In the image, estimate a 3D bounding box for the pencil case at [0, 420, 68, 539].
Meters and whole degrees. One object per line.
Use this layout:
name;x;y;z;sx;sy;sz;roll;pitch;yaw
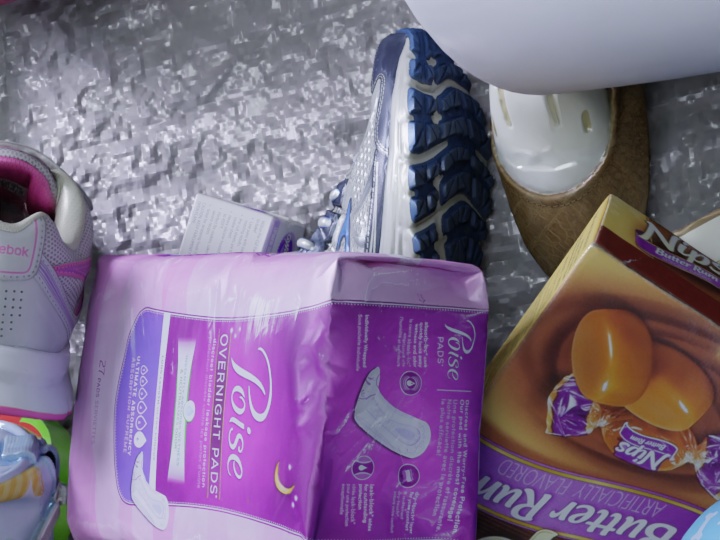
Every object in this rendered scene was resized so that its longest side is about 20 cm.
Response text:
pencil case;-0.157;0.161;0.963;0.090;0.083;0.201;-10;108;-16

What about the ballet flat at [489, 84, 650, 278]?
ballet flat;0.079;-0.094;0.936;0.068;0.072;0.201;1;85;24

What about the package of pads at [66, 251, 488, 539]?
package of pads;-0.037;0.054;0.880;0.200;0.075;0.121;1;87;57

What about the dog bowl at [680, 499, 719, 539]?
dog bowl;0.180;0.146;0.818;0.050;0.200;0.112;1;56;59

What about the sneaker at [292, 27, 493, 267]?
sneaker;0.000;0.000;0.958;0.085;0.077;0.201;2;84;26

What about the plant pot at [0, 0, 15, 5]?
plant pot;-0.130;-0.223;0.984;0.178;0.200;0.201;-16;78;4

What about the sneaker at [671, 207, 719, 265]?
sneaker;0.198;-0.005;0.887;0.200;0.067;0.090;-29;82;16

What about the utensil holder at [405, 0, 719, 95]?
utensil holder;0.124;-0.150;0.812;0.200;0.170;0.171;-6;81;45

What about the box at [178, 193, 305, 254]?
box;-0.074;0.069;0.998;0.041;0.039;0.201;16;90;21

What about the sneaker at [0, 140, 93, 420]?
sneaker;-0.145;-0.014;0.967;0.081;0.200;0.089;7;108;-17

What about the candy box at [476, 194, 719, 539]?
candy box;0.083;0.087;0.876;0.116;0.056;0.200;32;116;-1

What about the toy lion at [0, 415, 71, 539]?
toy lion;-0.230;0.098;1.052;0.200;0.069;0.192;34;90;22
